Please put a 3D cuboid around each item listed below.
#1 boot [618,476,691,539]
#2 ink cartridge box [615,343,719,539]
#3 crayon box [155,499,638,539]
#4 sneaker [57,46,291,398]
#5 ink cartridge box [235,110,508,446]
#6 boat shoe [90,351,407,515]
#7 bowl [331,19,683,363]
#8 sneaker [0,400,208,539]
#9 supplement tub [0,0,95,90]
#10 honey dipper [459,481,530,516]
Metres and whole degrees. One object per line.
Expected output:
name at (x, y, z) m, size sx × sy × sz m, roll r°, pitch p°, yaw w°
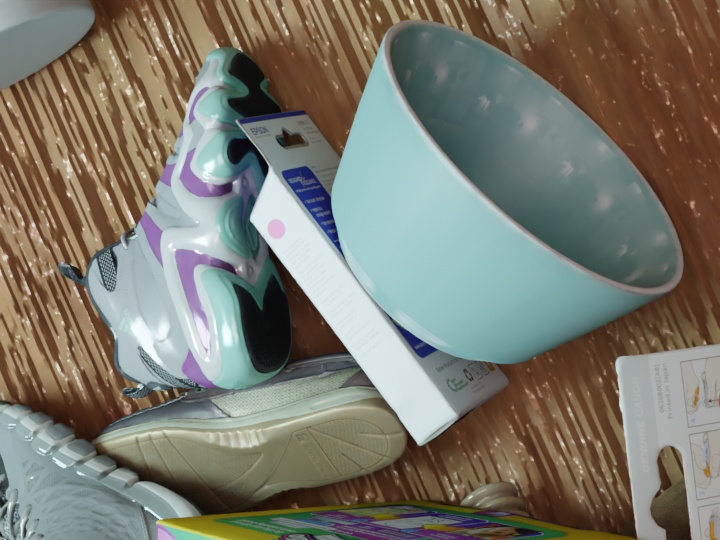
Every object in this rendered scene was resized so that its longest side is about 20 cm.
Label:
boot at (0.150, 0.200, 1.037) m, size 0.075 × 0.074 × 0.200 m, roll 42°, pitch 89°, yaw 18°
ink cartridge box at (0.219, 0.112, 0.983) m, size 0.199 × 0.050 × 0.163 m, roll -7°, pitch 90°, yaw -22°
crayon box at (0.015, 0.159, 0.954) m, size 0.172 × 0.200 × 0.059 m, roll -1°, pitch 90°, yaw -32°
sneaker at (-0.114, -0.025, 1.068) m, size 0.139 × 0.078 × 0.201 m, roll -12°, pitch 66°, yaw 29°
ink cartridge box at (0.000, 0.000, 1.034) m, size 0.037 × 0.095 × 0.200 m, roll -37°, pitch 83°, yaw 22°
boat shoe at (-0.063, 0.090, 1.065) m, size 0.199 × 0.065 × 0.072 m, roll -14°, pitch 125°, yaw 23°
bowl at (0.063, -0.028, 0.994) m, size 0.201 × 0.201 × 0.105 m, roll 43°, pitch 115°, yaw 6°
sneaker at (-0.187, 0.146, 1.035) m, size 0.199 × 0.115 × 0.075 m, roll 19°, pitch 130°, yaw 27°
supplement tub at (-0.249, -0.204, 1.051) m, size 0.140 × 0.140 × 0.201 m, roll -28°, pitch 86°, yaw 8°
honey dipper at (0.108, 0.204, 1.004) m, size 0.038 × 0.038 × 0.200 m, roll -32°, pitch 55°, yaw 8°
